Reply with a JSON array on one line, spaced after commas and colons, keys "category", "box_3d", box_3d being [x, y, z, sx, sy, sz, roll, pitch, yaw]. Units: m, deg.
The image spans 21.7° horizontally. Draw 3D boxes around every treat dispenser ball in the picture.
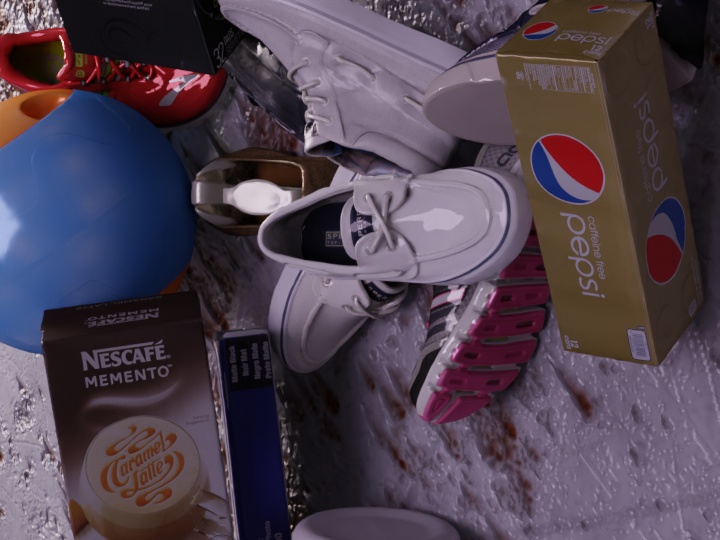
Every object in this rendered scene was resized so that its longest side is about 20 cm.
[{"category": "treat dispenser ball", "box_3d": [-0.223, -0.036, 1.410, 0.201, 0.201, 0.201, 7, 99, 50]}]

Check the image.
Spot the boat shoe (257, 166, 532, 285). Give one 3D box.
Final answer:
[{"category": "boat shoe", "box_3d": [0.016, -0.023, 1.154, 0.200, 0.065, 0.074, -13, 79, 46]}]

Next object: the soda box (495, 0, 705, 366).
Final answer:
[{"category": "soda box", "box_3d": [0.136, -0.048, 1.041, 0.064, 0.068, 0.200, 10, 130, 34]}]

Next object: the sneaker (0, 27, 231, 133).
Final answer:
[{"category": "sneaker", "box_3d": [-0.197, -0.151, 1.452, 0.199, 0.085, 0.077, 4, 86, 21]}]

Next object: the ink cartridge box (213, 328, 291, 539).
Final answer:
[{"category": "ink cartridge box", "box_3d": [-0.074, 0.140, 1.330, 0.200, 0.040, 0.200, -177, 81, -85]}]

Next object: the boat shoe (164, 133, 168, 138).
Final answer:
[{"category": "boat shoe", "box_3d": [-0.213, -0.081, 1.529, 0.072, 0.072, 0.200, 39, 120, 41]}]

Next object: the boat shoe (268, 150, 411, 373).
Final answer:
[{"category": "boat shoe", "box_3d": [0.000, 0.000, 1.289, 0.070, 0.071, 0.200, 48, 123, 36]}]

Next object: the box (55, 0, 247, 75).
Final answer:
[{"category": "box", "box_3d": [-0.138, -0.260, 1.278, 0.124, 0.149, 0.200, 11, 138, 24]}]

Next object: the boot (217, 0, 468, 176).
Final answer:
[{"category": "boot", "box_3d": [-0.021, -0.123, 1.221, 0.200, 0.074, 0.096, 23, 80, 16]}]

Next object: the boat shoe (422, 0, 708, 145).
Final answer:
[{"category": "boat shoe", "box_3d": [0.124, -0.140, 1.109, 0.200, 0.075, 0.093, -12, 53, 44]}]

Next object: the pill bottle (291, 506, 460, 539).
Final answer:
[{"category": "pill bottle", "box_3d": [0.007, 0.269, 1.266, 0.116, 0.116, 0.201, 12, 102, 49]}]

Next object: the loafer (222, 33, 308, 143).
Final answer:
[{"category": "loafer", "box_3d": [-0.071, -0.152, 1.354, 0.201, 0.068, 0.071, 45, 140, 43]}]

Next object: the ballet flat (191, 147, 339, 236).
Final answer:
[{"category": "ballet flat", "box_3d": [-0.077, -0.055, 1.369, 0.200, 0.072, 0.068, 7, 98, 50]}]

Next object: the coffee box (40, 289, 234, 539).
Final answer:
[{"category": "coffee box", "box_3d": [-0.155, 0.125, 1.323, 0.080, 0.114, 0.201, -116, 18, -74]}]

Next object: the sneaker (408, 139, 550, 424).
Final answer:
[{"category": "sneaker", "box_3d": [0.071, 0.000, 1.197, 0.087, 0.074, 0.200, 38, 117, 41]}]
